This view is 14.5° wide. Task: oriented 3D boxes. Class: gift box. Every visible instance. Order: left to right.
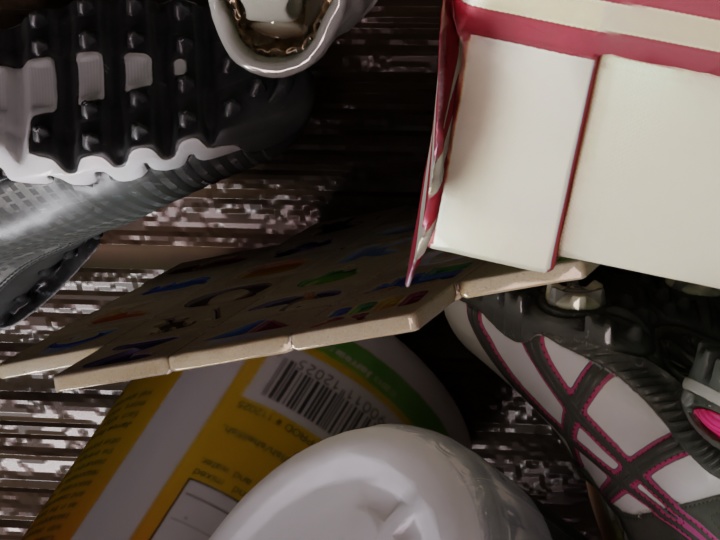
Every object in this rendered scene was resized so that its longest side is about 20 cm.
[{"bbox_3d":[0.098,-0.086,0.683,0.186,0.185,0.201,13,123,2],"label":"gift box"}]

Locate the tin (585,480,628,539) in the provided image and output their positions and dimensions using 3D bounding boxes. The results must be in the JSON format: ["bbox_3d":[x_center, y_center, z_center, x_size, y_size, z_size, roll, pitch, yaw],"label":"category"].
[{"bbox_3d":[0.123,0.040,0.820,0.042,0.112,0.200,-11,151,-25],"label":"tin"}]

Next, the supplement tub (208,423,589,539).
[{"bbox_3d":[0.047,0.139,0.791,0.122,0.123,0.200,-26,133,30],"label":"supplement tub"}]

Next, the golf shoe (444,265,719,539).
[{"bbox_3d":[0.081,0.045,0.769,0.077,0.200,0.089,-6,110,-31],"label":"golf shoe"}]

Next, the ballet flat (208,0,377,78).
[{"bbox_3d":[-0.023,-0.137,0.750,0.069,0.070,0.201,4,129,11],"label":"ballet flat"}]

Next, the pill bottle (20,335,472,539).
[{"bbox_3d":[-0.055,0.109,0.856,0.111,0.200,0.111,21,144,16],"label":"pill bottle"}]

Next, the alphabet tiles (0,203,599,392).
[{"bbox_3d":[0.000,0.000,0.780,0.166,0.200,0.006,-11,98,21],"label":"alphabet tiles"}]

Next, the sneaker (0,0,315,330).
[{"bbox_3d":[-0.104,-0.026,0.865,0.199,0.067,0.091,-13,144,11],"label":"sneaker"}]
